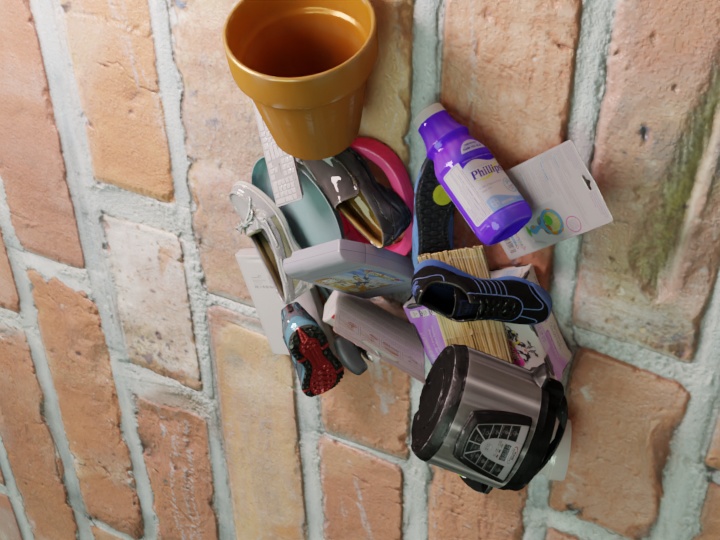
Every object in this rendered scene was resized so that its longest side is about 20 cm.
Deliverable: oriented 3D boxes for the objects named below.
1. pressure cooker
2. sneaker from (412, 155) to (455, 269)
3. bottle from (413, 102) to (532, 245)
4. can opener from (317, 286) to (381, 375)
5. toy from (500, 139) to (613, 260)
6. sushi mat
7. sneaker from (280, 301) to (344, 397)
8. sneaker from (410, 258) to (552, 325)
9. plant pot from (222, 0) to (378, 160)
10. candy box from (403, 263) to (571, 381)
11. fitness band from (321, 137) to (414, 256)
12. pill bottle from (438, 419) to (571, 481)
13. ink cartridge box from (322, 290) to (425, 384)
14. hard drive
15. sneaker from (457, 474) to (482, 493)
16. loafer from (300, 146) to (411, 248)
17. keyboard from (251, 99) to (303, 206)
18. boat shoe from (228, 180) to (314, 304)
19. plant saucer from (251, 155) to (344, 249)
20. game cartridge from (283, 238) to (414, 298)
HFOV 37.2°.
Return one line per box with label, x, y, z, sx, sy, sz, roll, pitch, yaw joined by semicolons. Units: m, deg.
pressure cooker;0.188;0.209;1.499;0.198;0.180;0.176;22;154;-8
sneaker;0.102;-0.082;1.520;0.065;0.079;0.202;-1;111;-8
bottle;0.143;-0.131;1.418;0.201;0.083;0.065;57;137;15
can opener;-0.032;0.076;1.719;0.053;0.067;0.201;-1;124;57
toy;0.245;-0.095;1.422;0.199;0.047;0.116;-25;97;50
sushi mat;0.151;0.055;1.515;0.095;0.012;0.202;-6;120;24
sneaker;-0.083;0.126;1.770;0.201;0.079;0.096;78;166;-48
sneaker;0.163;0.044;1.446;0.198;0.078;0.071;13;120;0
plant pot;-0.071;-0.254;1.426;0.198;0.201;0.184;19;147;19
candy box;0.188;0.090;1.587;0.198;0.072;0.169;-10;116;38
fitness band;0.013;-0.102;1.581;0.142;0.037;0.202;0;124;33
pill bottle;0.218;0.261;1.642;0.197;0.117;0.117;7;129;5
ink cartridge box;0.020;0.107;1.606;0.160;0.200;0.050;30;109;-9
hard drive;-0.123;0.055;1.797;0.131;0.026;0.202;1;123;33
sneaker;0.154;0.301;1.763;0.071;0.083;0.201;-11;116;39
loafer;-0.016;-0.115;1.517;0.199;0.072;0.073;40;134;-1
keyboard;-0.125;-0.197;1.560;0.056;0.011;0.202;-14;89;37
boat shoe;-0.145;-0.046;1.664;0.074;0.065;0.203;-15;109;57
plant saucer;-0.091;-0.091;1.633;0.199;0.027;0.201;34;145;28
game cartridge;0.000;0.000;1.580;0.132;0.042;0.199;-9;162;41
